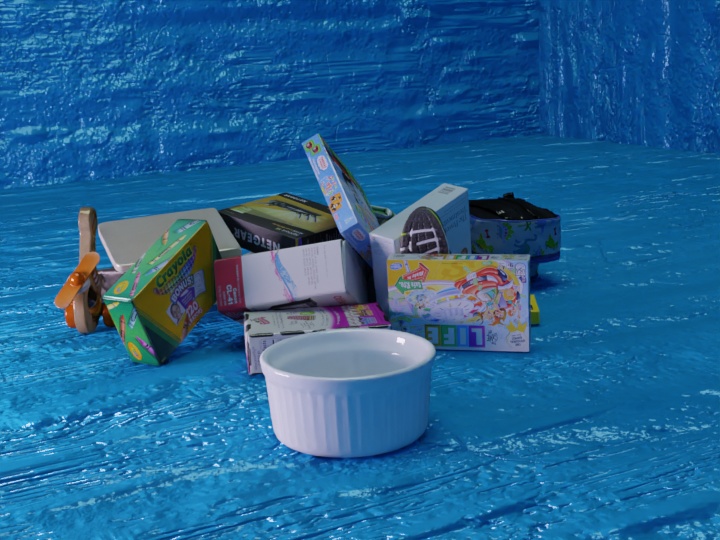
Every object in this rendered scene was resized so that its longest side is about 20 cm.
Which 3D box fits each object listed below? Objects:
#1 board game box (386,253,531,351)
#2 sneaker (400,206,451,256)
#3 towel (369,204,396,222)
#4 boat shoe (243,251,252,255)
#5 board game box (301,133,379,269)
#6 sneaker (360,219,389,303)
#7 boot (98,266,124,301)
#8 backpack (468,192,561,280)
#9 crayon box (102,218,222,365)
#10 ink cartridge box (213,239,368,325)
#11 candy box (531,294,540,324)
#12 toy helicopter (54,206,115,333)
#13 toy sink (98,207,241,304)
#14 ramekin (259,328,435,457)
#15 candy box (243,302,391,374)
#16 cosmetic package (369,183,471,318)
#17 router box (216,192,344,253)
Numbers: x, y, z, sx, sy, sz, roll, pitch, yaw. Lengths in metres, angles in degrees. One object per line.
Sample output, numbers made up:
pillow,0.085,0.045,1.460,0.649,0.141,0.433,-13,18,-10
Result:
board game box,0.141,0.045,1.568,0.200,0.135,0.034,0,16,13
sneaker,0.109,-0.004,1.628,0.074,0.200,0.081,-8,23,15
towel,0.058,-0.054,1.993,0.152,0.200,0.023,12,63,47
boat shoe,-0.229,0.014,1.960,0.057,0.069,0.200,-18,6,18
board game box,-0.015,-0.098,1.707,0.037,0.151,0.200,-30,52,10
sneaker,0.000,0.000,1.780,0.114,0.076,0.200,-3,53,22
boot,-0.359,0.011,1.935,0.200,0.073,0.151,-4,11,9
backpack,0.254,-0.053,1.958,0.183,0.147,0.200,-7,12,-27
crayon box,-0.277,0.028,1.605,0.058,0.119,0.200,4,38,29
ink cartridge box,-0.101,0.023,1.656,0.200,0.086,0.148,-8,-16,13
candy box,0.177,0.063,1.732,0.200,0.026,0.102,-2,11,4
toy helicopter,-0.434,-0.002,1.735,0.079,0.200,0.132,-1,-5,5
toy sink,-0.306,-0.009,1.759,0.200,0.112,0.130,-10,37,-25
ramekin,-0.013,0.138,1.266,0.200,0.098,0.200,-2,12,0
candy box,-0.062,0.094,1.555,0.200,0.061,0.136,-3,12,-6
cosmetic package,0.097,-0.026,1.697,0.052,0.151,0.200,18,37,34
router box,-0.116,-0.070,1.823,0.200,0.052,0.157,20,28,40
